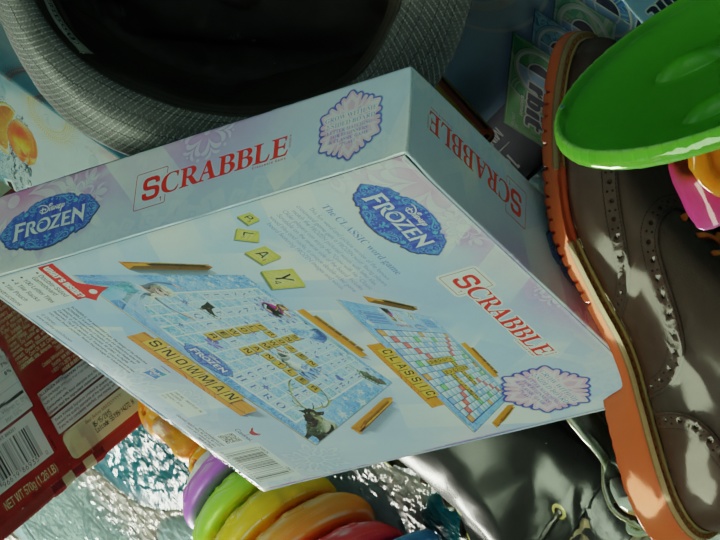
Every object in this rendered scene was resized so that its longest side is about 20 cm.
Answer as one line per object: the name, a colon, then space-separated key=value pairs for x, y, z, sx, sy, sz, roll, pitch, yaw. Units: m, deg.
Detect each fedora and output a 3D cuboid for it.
fedora: x=-0.048 y=-0.123 z=1.138 sx=0.199 sy=0.178 sz=0.090 roll=10 pitch=179 yaw=7

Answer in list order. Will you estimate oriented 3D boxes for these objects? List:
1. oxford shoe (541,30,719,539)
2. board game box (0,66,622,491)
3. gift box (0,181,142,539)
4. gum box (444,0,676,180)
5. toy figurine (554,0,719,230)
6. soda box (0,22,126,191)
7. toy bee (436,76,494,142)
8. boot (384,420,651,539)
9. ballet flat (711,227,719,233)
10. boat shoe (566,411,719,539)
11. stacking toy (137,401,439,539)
oxford shoe: x=0.123 y=0.001 z=1.088 sx=0.072 sy=0.071 sz=0.201 roll=-16 pitch=91 yaw=31
board game box: x=-0.012 y=0.011 z=1.128 sx=0.199 sy=0.041 sz=0.200 roll=-15 pitch=144 yaw=29
gift box: x=-0.242 y=0.067 z=1.630 sx=0.186 sy=0.184 sz=0.201 roll=-2 pitch=116 yaw=51
gum box: x=0.036 y=-0.142 z=1.172 sx=0.200 sy=0.045 sz=0.170 roll=50 pitch=151 yaw=2
toy figurine: x=0.194 y=-0.015 z=0.974 sx=0.185 sy=0.199 sz=0.150 roll=61 pitch=-176 yaw=-19
soda box: x=-0.112 y=-0.054 z=1.350 sx=0.200 sy=0.068 sz=0.064 roll=34 pitch=135 yaw=30
toy bee: x=0.000 y=-0.031 z=1.232 sx=0.199 sy=0.109 sz=0.131 roll=-18 pitch=105 yaw=44
boot: x=0.053 y=0.106 z=1.342 sx=0.151 sy=0.073 sz=0.200 roll=45 pitch=146 yaw=-5
ballet flat: x=0.159 y=-0.022 z=1.124 sx=0.200 sy=0.062 sz=0.068 roll=-11 pitch=96 yaw=62
boat shoe: x=0.136 y=0.084 z=1.228 sx=0.200 sy=0.068 sz=0.075 roll=53 pitch=149 yaw=-5
stacking toy: x=-0.057 y=0.131 z=1.556 sx=0.200 sy=0.109 sz=0.116 roll=47 pitch=136 yaw=27
